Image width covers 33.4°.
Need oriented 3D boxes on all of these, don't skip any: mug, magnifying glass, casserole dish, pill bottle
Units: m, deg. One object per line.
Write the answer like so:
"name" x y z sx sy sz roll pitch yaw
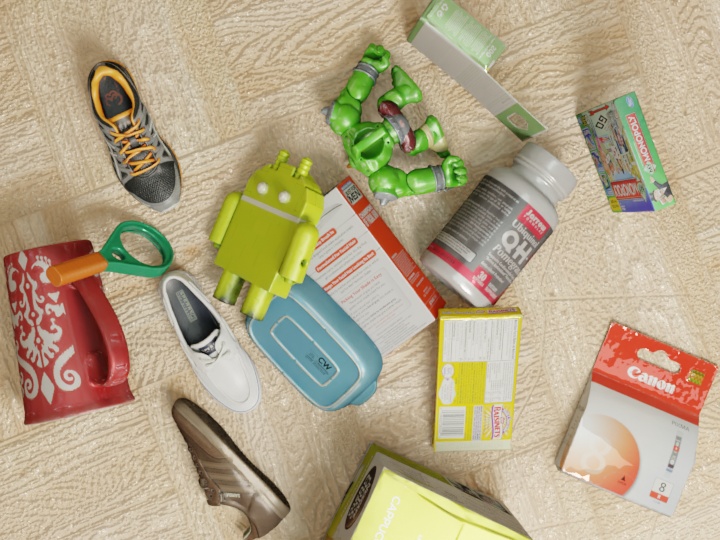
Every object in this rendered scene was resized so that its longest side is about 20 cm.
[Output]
"mug" -0.337 0.068 1.433 0.175 0.133 0.203 -13 88 20
"magnifying glass" -0.294 -0.014 1.415 0.080 0.199 0.022 48 118 11
"casserole dish" -0.063 0.092 1.473 0.200 0.039 0.121 46 119 -1
"pill bottle" 0.174 -0.056 1.477 0.110 0.111 0.201 39 89 -4

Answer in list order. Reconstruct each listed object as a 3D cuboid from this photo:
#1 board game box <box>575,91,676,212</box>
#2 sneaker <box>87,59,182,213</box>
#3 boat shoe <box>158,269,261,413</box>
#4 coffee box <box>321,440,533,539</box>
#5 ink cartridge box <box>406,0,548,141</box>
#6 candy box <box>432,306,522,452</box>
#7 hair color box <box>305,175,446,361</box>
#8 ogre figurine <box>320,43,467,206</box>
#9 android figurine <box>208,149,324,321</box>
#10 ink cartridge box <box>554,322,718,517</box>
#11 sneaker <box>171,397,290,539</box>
"board game box" 0.315 -0.137 1.439 0.029 0.200 0.136 -21 92 -1
"sneaker" -0.281 -0.163 1.461 0.078 0.077 0.202 -28 94 -4
"boat shoe" -0.190 0.092 1.479 0.073 0.065 0.201 -36 93 -2
"coffee box" 0.062 0.348 1.436 0.198 0.198 0.202 26 89 -4
"ink cartridge box" 0.149 -0.244 1.453 0.199 0.146 0.048 38 88 -4
"candy box" 0.142 0.137 1.478 0.100 0.027 0.203 -2 120 -6
"hair color box" 0.000 0.000 1.472 0.110 0.064 0.201 -35 95 25
"ogre figurine" 0.033 -0.170 1.473 0.119 0.098 0.202 -32 105 -14
"android figurine" -0.112 -0.046 1.442 0.041 0.181 0.202 21 94 -43
"ink cartridge box" 0.359 0.191 1.527 0.160 0.050 0.203 22 93 -4
"sneaker" -0.176 0.250 1.482 0.075 0.070 0.200 -43 93 -1
